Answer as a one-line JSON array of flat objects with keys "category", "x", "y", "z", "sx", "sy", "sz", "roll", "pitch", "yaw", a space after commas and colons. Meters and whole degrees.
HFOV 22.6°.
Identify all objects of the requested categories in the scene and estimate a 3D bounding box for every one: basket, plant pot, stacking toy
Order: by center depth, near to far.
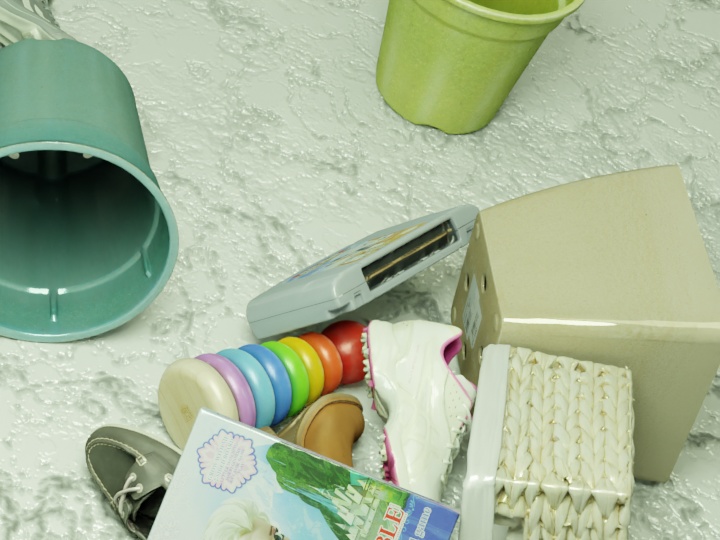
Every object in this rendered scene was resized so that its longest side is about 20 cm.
[{"category": "basket", "x": 0.141, "y": 0.163, "z": 1.371, "sx": 0.123, "sy": 0.136, "sz": 0.200, "roll": 7, "pitch": 28, "yaw": 6}, {"category": "stacking toy", "x": -0.065, "y": 0.085, "z": 1.470, "sx": 0.200, "sy": 0.085, "sz": 0.085, "roll": -22, "pitch": 58, "yaw": -42}, {"category": "plant pot", "x": -0.255, "y": -0.079, "z": 1.484, "sx": 0.200, "sy": 0.200, "sz": 0.196, "roll": 7, "pitch": 37, "yaw": -15}, {"category": "plant pot", "x": 0.180, "y": 0.044, "z": 1.524, "sx": 0.177, "sy": 0.200, "sz": 0.200, "roll": 1, "pitch": 46, "yaw": -11}, {"category": "plant pot", "x": 0.100, "y": -0.242, "z": 1.770, "sx": 0.200, "sy": 0.184, "sz": 0.201, "roll": 12, "pitch": 44, "yaw": -11}]

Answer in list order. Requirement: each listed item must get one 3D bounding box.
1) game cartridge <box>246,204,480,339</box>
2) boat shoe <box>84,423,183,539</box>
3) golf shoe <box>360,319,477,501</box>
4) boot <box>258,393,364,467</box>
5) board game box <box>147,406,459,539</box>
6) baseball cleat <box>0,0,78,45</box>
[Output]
[{"category": "game cartridge", "x": 0.000, "y": 0.000, "z": 1.538, "sx": 0.200, "sy": 0.133, "sz": 0.042, "roll": -30, "pitch": 103, "yaw": -44}, {"category": "boat shoe", "x": -0.136, "y": 0.187, "z": 1.343, "sx": 0.200, "sy": 0.067, "sz": 0.057, "roll": 38, "pitch": 30, "yaw": 13}, {"category": "golf shoe", "x": 0.055, "y": 0.128, "z": 1.438, "sx": 0.091, "sy": 0.075, "sz": 0.200, "roll": -8, "pitch": 69, "yaw": -3}, {"category": "boot", "x": -0.013, "y": 0.179, "z": 1.387, "sx": 0.155, "sy": 0.077, "sz": 0.200, "roll": 51, "pitch": 17, "yaw": 10}, {"category": "board game box", "x": -0.058, "y": 0.225, "z": 1.272, "sx": 0.199, "sy": 0.041, "sz": 0.200, "roll": 21, "pitch": 86, "yaw": 0}, {"category": "baseball cleat", "x": -0.302, "y": -0.235, "z": 1.691, "sx": 0.200, "sy": 0.070, "sz": 0.106, "roll": 35, "pitch": 46, "yaw": 13}]
